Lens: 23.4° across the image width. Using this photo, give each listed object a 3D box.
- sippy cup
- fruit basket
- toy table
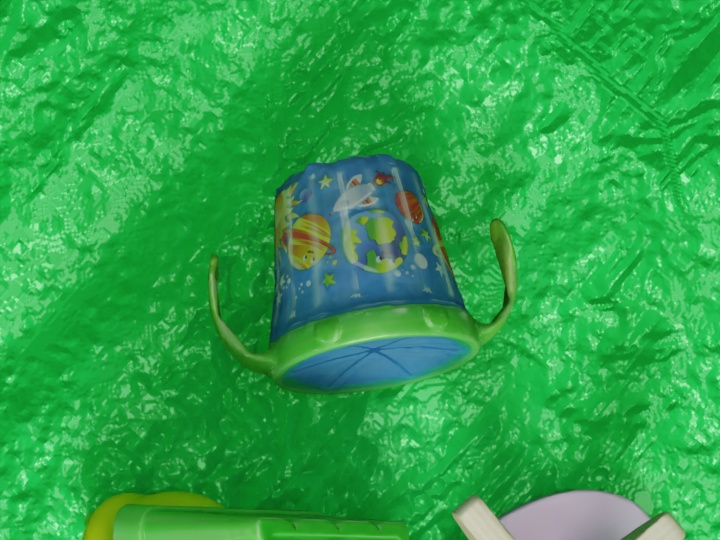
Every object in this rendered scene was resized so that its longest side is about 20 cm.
[{"bbox_3d":[0.000,0.000,1.119,0.178,0.140,0.131,5,67,-40],"label":"sippy cup"},{"bbox_3d":[-0.090,0.204,1.067,0.215,0.216,0.156,-6,76,-3],"label":"fruit basket"},{"bbox_3d":[0.117,0.221,1.096,0.184,0.117,0.200,39,82,2],"label":"toy table"}]
